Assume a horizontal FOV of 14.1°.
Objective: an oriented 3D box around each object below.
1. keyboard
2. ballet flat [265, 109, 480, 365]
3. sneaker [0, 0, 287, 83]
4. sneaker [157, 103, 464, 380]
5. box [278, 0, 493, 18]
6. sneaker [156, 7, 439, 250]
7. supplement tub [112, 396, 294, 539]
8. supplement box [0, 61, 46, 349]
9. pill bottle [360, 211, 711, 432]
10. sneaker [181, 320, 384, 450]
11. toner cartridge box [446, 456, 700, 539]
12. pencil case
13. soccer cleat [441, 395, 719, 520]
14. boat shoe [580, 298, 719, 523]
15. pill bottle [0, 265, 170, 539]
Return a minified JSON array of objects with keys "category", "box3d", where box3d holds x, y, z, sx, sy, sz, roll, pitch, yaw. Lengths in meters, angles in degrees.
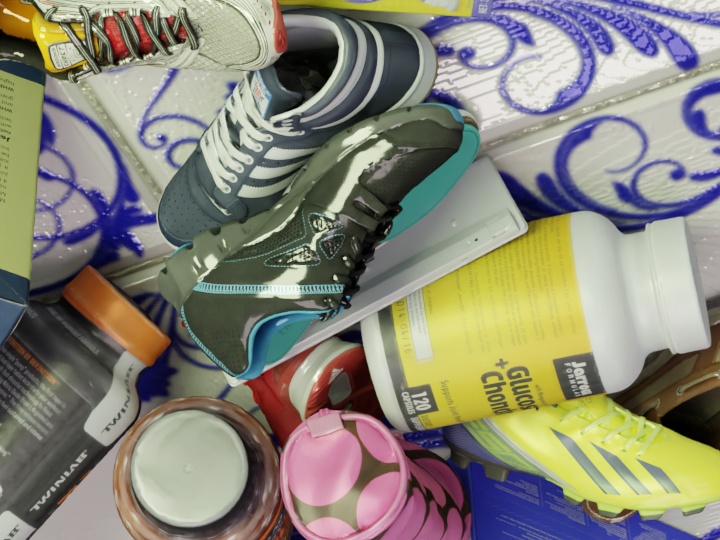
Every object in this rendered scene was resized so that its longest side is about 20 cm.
[{"category":"keyboard","box3d":[0.000,0.000,1.729,0.200,0.056,0.011,-28,149,1]},{"category":"ballet flat","box3d":[-0.017,-0.032,1.711,0.200,0.069,0.069,-46,128,-6]},{"category":"sneaker","box3d":[-0.132,-0.130,1.566,0.200,0.082,0.078,6,131,23]},{"category":"sneaker","box3d":[-0.015,-0.018,1.635,0.200,0.082,0.073,-37,162,14]},{"category":"box","box3d":[-0.021,-0.199,1.574,0.200,0.048,0.117,4,135,-4]},{"category":"sneaker","box3d":[-0.059,-0.081,1.644,0.200,0.070,0.108,-36,160,22]},{"category":"supplement tub","box3d":[-0.097,0.137,1.804,0.107,0.107,0.200,-4,168,2]},{"category":"supplement box","box3d":[-0.293,-0.037,1.614,0.200,0.200,0.134,19,131,-20]},{"category":"pill bottle","box3d":[0.106,0.027,1.757,0.200,0.112,0.112,-12,134,10]},{"category":"sneaker","box3d":[-0.048,0.058,1.827,0.116,0.078,0.200,41,161,15]},{"category":"toner cartridge box","box3d":[0.143,0.192,1.937,0.200,0.095,0.043,25,130,-24]},{"category":"pencil case","box3d":[0.008,0.134,1.785,0.091,0.094,0.200,-10,168,9]},{"category":"soccer cleat","box3d":[0.140,0.099,1.819,0.200,0.065,0.084,13,111,26]},{"category":"boat shoe","box3d":[0.198,0.102,1.865,0.076,0.072,0.200,17,132,-19]},{"category":"pill bottle","box3d":[-0.206,0.092,1.773,0.200,0.106,0.106,-48,126,-2]}]
